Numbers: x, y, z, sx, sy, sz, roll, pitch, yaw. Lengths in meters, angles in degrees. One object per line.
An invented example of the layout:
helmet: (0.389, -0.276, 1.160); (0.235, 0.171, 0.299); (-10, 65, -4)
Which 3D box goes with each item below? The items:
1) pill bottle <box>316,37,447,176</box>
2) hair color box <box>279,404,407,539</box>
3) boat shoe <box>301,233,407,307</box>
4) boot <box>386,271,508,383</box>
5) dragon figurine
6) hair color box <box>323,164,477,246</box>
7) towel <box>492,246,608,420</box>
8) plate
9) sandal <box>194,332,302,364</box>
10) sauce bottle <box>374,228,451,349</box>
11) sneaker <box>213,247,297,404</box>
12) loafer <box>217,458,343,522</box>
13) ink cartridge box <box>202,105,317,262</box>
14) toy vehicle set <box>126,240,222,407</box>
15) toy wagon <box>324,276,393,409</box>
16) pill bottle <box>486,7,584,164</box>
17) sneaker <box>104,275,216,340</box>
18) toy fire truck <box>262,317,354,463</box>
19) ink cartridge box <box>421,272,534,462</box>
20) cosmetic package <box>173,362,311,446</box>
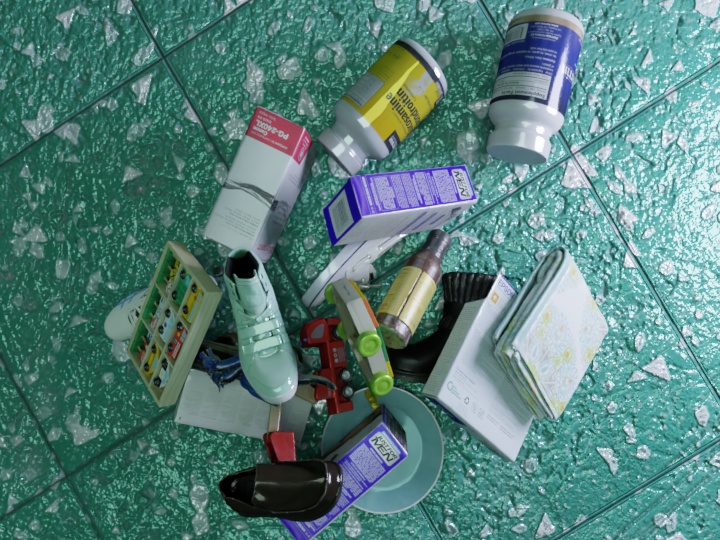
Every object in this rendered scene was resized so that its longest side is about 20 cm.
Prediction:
pill bottle: (0.030, -0.244, 0.835); (0.112, 0.112, 0.200); (45, 92, 2)
hair color box: (-0.023, 0.296, 0.802); (0.199, 0.109, 0.065); (-40, 88, 2)
boat shoe: (0.000, 0.000, 0.860); (0.086, 0.075, 0.202); (45, 82, 0)
boot: (0.128, 0.082, 0.839); (0.207, 0.079, 0.161); (-3, 95, -12)
dragon figurine: (-0.131, 0.152, 0.765); (0.198, 0.059, 0.100); (28, 67, 16)
hair color box: (0.057, -0.095, 0.790); (0.197, 0.109, 0.066); (-9, 76, -28)
towel: (0.279, 0.094, 0.795); (0.201, 0.048, 0.172); (-49, 119, -23)
plate: (0.035, 0.285, 0.874); (0.196, 0.026, 0.205); (0, 90, 4)
sandal: (-0.192, 0.135, 0.873); (0.197, 0.058, 0.081); (5, 127, -13)
sauce bottle: (0.083, 0.022, 0.817); (0.064, 0.065, 0.201); (33, 60, 2)
sneaker: (-0.139, 0.068, 0.710); (0.072, 0.119, 0.203); (-19, 62, -8)
loafer: (-0.113, 0.293, 0.724); (0.197, 0.071, 0.074); (-21, 50, 26)
ink cartridge box: (-0.147, -0.121, 0.826); (0.082, 0.145, 0.203); (25, 91, 2)
toy vehicle set: (-0.275, 0.077, 0.789); (0.124, 0.026, 0.202); (41, 113, 33)
toy wagon: (0.004, 0.109, 0.771); (0.039, 0.155, 0.203); (-23, 121, -10)
pill bottle: (0.258, -0.272, 0.823); (0.113, 0.116, 0.204); (14, 91, 3)
sneaker: (-0.327, 0.056, 0.872); (0.197, 0.072, 0.073); (-24, 90, 4)
toy fire truck: (-0.083, 0.176, 0.824); (0.138, 0.049, 0.204); (-3, 75, -25)
ink cartridge box: (0.199, 0.141, 0.792); (0.196, 0.043, 0.202); (42, 68, -28)
cosmetic package: (-0.178, 0.206, 0.841); (0.197, 0.051, 0.084); (18, 88, -20)
